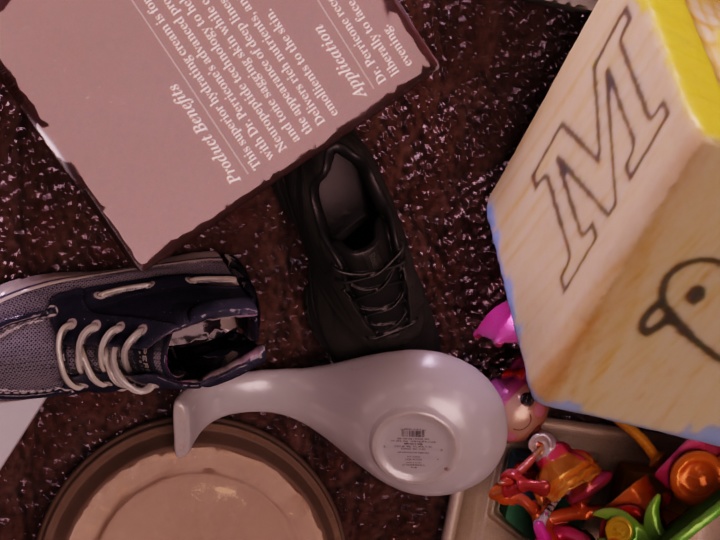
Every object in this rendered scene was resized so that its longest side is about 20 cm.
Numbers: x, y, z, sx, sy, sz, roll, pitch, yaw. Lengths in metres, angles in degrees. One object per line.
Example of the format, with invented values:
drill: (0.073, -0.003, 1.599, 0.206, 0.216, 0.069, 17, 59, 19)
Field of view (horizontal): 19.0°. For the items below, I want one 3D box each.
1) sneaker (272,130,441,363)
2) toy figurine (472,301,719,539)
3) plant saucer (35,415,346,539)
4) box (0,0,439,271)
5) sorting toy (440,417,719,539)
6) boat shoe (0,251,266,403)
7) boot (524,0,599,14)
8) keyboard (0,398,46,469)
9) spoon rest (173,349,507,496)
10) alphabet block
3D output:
sneaker: (0.000, 0.000, 1.296, 0.076, 0.091, 0.200, -27, 110, -8)
toy figurine: (0.132, 0.103, 1.334, 0.200, 0.150, 0.184, -40, 80, 11)
plant saucer: (-0.102, 0.189, 1.333, 0.200, 0.029, 0.200, -1, 92, -14)
box: (-0.093, -0.132, 1.193, 0.200, 0.164, 0.166, -33, 105, -3)
sorting toy: (0.146, 0.191, 1.411, 0.200, 0.036, 0.185, 7, 103, -16)
boat shoe: (-0.150, 0.041, 1.261, 0.200, 0.093, 0.075, -17, 112, -12)
boot: (0.111, -0.260, 1.272, 0.182, 0.073, 0.200, 14, 94, -19)
keyboard: (-0.241, 0.106, 1.310, 0.056, 0.011, 0.200, 31, 96, -24)
spoon rest: (-0.010, 0.088, 1.307, 0.200, 0.061, 0.099, 4, 118, 4)
alphabet block: (0.208, -0.036, 1.247, 0.195, 0.196, 0.200, 13, 127, -20)
